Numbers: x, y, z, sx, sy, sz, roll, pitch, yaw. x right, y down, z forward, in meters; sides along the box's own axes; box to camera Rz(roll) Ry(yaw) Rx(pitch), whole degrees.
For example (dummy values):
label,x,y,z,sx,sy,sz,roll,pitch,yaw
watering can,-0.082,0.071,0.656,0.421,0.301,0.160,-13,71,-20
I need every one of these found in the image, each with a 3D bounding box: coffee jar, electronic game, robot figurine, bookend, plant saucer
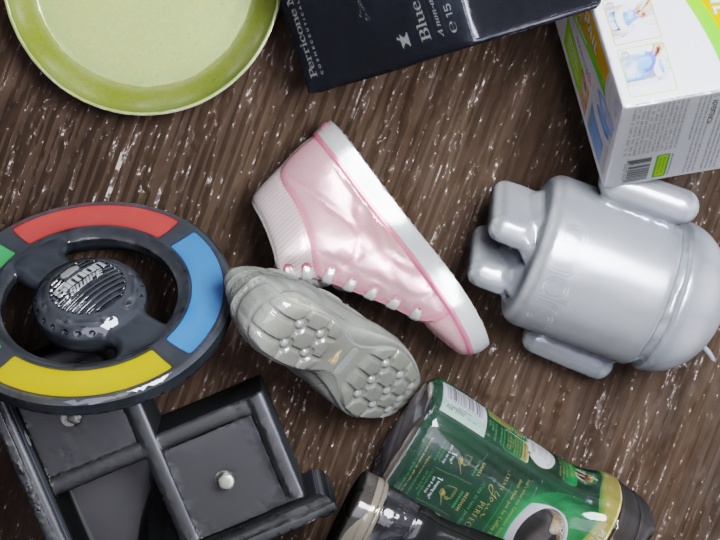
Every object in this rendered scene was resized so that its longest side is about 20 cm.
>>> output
label,x,y,z,sx,sy,sz,roll,pitch,yaw
coffee jar,0.112,0.169,1.181,0.199,0.085,0.105,30,107,-7
electronic game,-0.187,0.022,1.111,0.199,0.201,0.042,-5,134,-3
robot figurine,0.178,0.004,1.156,0.199,0.113,0.170,19,126,-5
bookend,-0.145,0.113,1.161,0.199,0.092,0.200,-22,97,-2
plant saucer,-0.156,-0.212,1.155,0.199,0.031,0.201,0,97,-3

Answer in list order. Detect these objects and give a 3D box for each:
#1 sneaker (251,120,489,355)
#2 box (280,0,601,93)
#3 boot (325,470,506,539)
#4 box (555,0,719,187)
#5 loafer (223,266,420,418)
label,x,y,z,sx,sy,sz,roll,pitch,yaw
sneaker,0.000,0.000,1.164,0.105,0.075,0.200,-38,90,-3
box,0.030,-0.238,1.066,0.117,0.200,0.198,-22,98,-32
boot,0.039,0.235,1.150,0.150,0.073,0.200,20,131,-1
box,0.195,-0.176,1.096,0.101,0.113,0.201,-10,64,-4
loafer,-0.024,0.048,1.138,0.070,0.070,0.200,-46,141,4
